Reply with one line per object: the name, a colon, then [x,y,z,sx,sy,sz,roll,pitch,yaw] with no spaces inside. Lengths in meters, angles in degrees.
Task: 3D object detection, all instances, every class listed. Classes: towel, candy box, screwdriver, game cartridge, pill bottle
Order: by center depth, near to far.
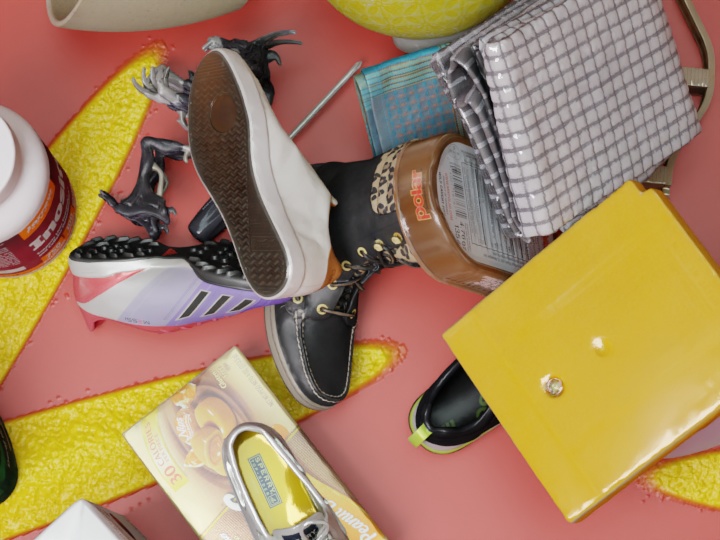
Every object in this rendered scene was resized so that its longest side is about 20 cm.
game cartridge: [0.183,0.057,1.399,0.200,0.032,0.176,-40,71,18]
towel: [0.156,-0.132,1.442,0.200,0.086,0.166,-34,116,-33]
pill bottle: [-0.288,-0.064,1.473,0.113,0.200,0.113,0,80,1]
candy box: [-0.081,0.173,1.499,0.115,0.055,0.200,-38,82,-6]
towel: [0.104,-0.119,1.529,0.200,0.022,0.147,-16,115,-2]
screwdriver: [-0.067,-0.099,1.559,0.028,0.029,0.200,42,88,8]

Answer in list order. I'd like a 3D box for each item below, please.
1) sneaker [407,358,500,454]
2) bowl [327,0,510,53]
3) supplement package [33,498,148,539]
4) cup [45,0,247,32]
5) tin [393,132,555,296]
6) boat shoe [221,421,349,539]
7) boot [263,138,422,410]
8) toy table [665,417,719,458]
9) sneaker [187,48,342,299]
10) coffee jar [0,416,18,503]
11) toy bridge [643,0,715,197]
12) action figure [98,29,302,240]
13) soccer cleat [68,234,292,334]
sneaker: [0.119,0.075,1.499,0.200,0.083,0.072,-43,82,-6]
bowl: [0.056,-0.238,1.534,0.200,0.200,0.108,-14,122,-2]
supplement package: [-0.181,0.289,1.407,0.147,0.200,0.191,-42,82,-7]
cup: [-0.153,-0.276,1.529,0.143,0.200,0.201,12,79,-22]
tin: [0.093,-0.039,1.460,0.042,0.200,0.112,-11,75,31]
boat shoe: [-0.041,0.200,1.421,0.075,0.086,0.202,-27,82,-4]
boot: [0.000,0.000,1.484,0.150,0.073,0.200,-16,68,43]
toy table: [0.278,0.055,1.452,0.184,0.200,0.117,-1,67,-41]
sneaker: [-0.070,-0.073,1.453,0.073,0.085,0.200,-27,75,40]
coffee jar: [-0.321,0.130,1.438,0.085,0.200,0.104,-22,81,-3]
toy bridge: [0.255,-0.156,1.566,0.067,0.027,0.200,5,78,-2]
action figure: [-0.137,-0.128,1.527,0.102,0.119,0.200,37,88,2]
soccer cleat: [-0.135,0.017,1.503,0.200,0.068,0.073,3,112,21]
